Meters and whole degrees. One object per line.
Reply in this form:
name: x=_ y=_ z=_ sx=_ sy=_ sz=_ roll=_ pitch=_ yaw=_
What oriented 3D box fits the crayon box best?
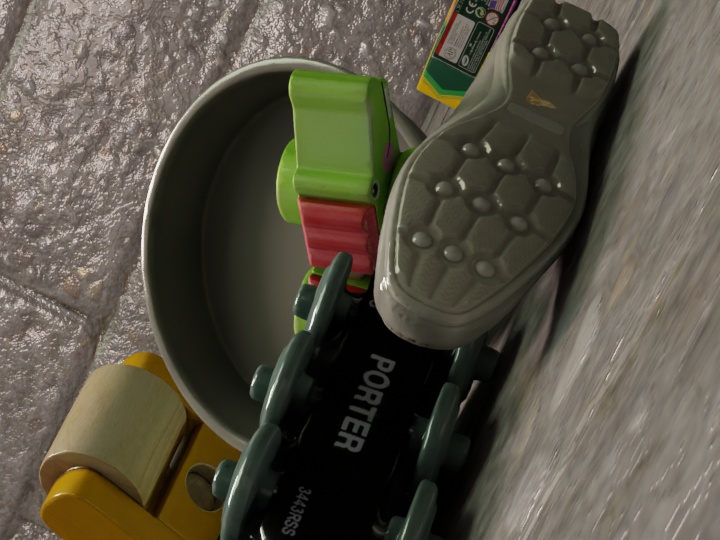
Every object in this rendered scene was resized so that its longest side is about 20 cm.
crayon box: x=0.128 y=-0.281 z=1.766 sx=0.173 sy=0.058 sz=0.202 roll=135 pitch=160 yaw=-84

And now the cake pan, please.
cake pan: x=-0.026 y=-0.004 z=0.849 sx=0.037 sy=0.200 sz=0.202 roll=-6 pitch=-51 yaw=-53

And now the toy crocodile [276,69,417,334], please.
toy crocodile: x=0.000 y=0.000 z=0.731 sx=0.201 sy=0.067 sz=0.062 roll=84 pitch=-155 yaw=-43

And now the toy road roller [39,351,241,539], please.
toy road roller: x=-0.132 y=0.168 z=1.106 sx=0.146 sy=0.200 sz=0.123 roll=-33 pitch=23 yaw=39

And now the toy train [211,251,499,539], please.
toy train: x=-0.007 y=0.080 z=0.638 sx=0.201 sy=0.084 sz=0.115 roll=-67 pitch=-6 yaw=-53

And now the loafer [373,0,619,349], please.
loafer: x=0.053 y=-0.031 z=0.658 sx=0.200 sy=0.069 sz=0.070 roll=-55 pitch=-10 yaw=-47
